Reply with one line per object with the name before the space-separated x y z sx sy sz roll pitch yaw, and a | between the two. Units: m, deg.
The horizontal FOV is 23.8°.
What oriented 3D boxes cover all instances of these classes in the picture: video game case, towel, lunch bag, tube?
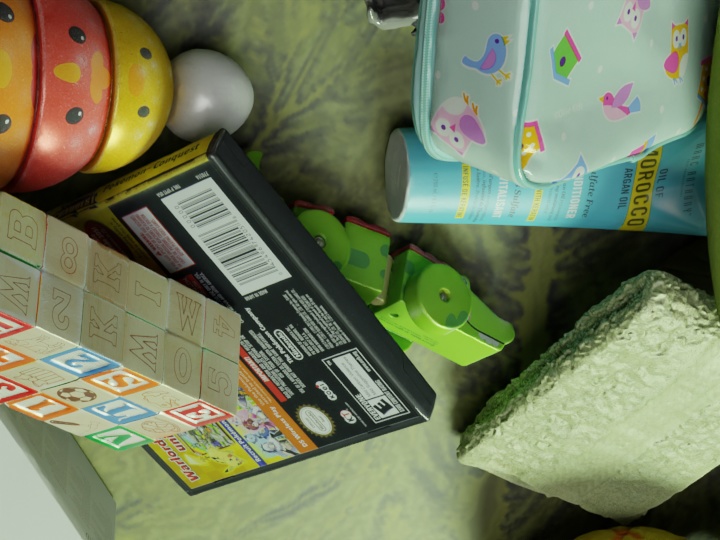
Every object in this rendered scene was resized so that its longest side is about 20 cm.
video game case | -0.085 0.032 0.934 0.179 0.026 0.200 -21 122 32
towel | 0.160 0.078 1.001 0.147 0.037 0.200 21 135 -23
lunch bag | 0.107 -0.134 0.798 0.199 0.076 0.162 -23 122 -48
tube | 0.113 -0.053 0.957 0.197 0.051 0.078 -1 125 -14

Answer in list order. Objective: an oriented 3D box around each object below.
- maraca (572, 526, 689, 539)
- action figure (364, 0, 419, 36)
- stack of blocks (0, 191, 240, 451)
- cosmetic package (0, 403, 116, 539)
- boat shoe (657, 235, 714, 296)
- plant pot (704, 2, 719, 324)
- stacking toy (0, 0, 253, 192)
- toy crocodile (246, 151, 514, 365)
maraca | 0.178 0.209 1.059 0.198 0.108 0.137 -19 155 -1
action figure | 0.049 -0.178 0.849 0.199 0.101 0.120 14 87 -57
stack of blocks | -0.166 0.029 0.845 0.114 0.059 0.199 -17 149 33
cosmetic package | -0.205 0.091 0.955 0.050 0.083 0.201 -25 117 5
boat shoe | 0.268 -0.007 0.989 0.199 0.074 0.063 -27 125 9
plant pot | 0.245 -0.037 0.846 0.184 0.189 0.201 -1 137 -8
stacking toy | -0.145 -0.097 0.863 0.198 0.146 0.148 -2 119 -29
toy crocodile | 0.000 0.000 0.957 0.198 0.062 0.067 25 150 -22
